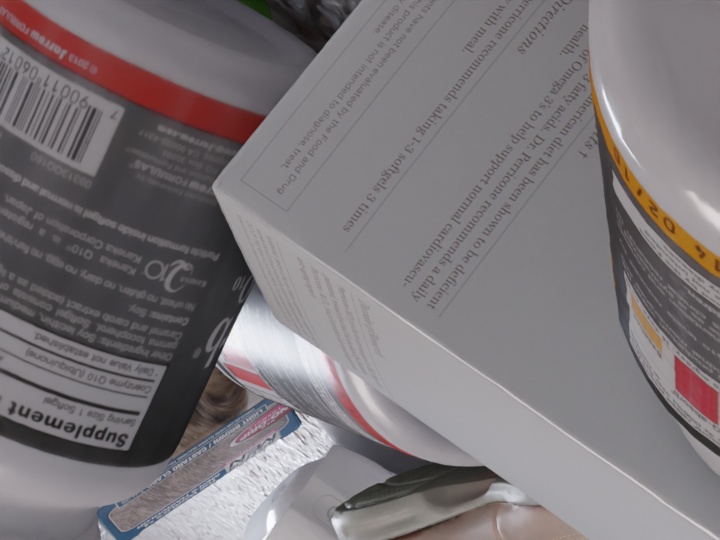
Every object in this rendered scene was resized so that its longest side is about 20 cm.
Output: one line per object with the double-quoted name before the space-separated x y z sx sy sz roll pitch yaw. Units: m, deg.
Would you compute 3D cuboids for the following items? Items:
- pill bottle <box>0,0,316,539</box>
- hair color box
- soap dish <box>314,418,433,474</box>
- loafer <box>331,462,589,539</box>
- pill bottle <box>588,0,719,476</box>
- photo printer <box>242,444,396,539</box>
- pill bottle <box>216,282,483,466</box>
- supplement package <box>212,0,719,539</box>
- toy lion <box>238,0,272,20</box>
"pill bottle" -0.098 0.003 0.784 0.116 0.200 0.116 24 -166 -6
"hair color box" -0.122 0.010 1.083 0.200 0.100 0.061 54 174 21
"soap dish" 0.059 0.076 1.083 0.157 0.081 0.200 28 164 39
"loafer" 0.070 0.092 0.840 0.200 0.072 0.063 -16 96 51
"pill bottle" 0.111 -0.016 0.531 0.116 0.116 0.200 34 166 19
"photo printer" 0.024 0.153 1.105 0.166 0.069 0.200 38 168 0
"pill bottle" 0.000 0.000 0.897 0.116 0.116 0.200 44 166 -25
"supplement package" 0.076 0.006 0.705 0.200 0.117 0.117 35 167 18
"toy lion" -0.105 -0.031 0.927 0.069 0.200 0.192 16 -165 -35
